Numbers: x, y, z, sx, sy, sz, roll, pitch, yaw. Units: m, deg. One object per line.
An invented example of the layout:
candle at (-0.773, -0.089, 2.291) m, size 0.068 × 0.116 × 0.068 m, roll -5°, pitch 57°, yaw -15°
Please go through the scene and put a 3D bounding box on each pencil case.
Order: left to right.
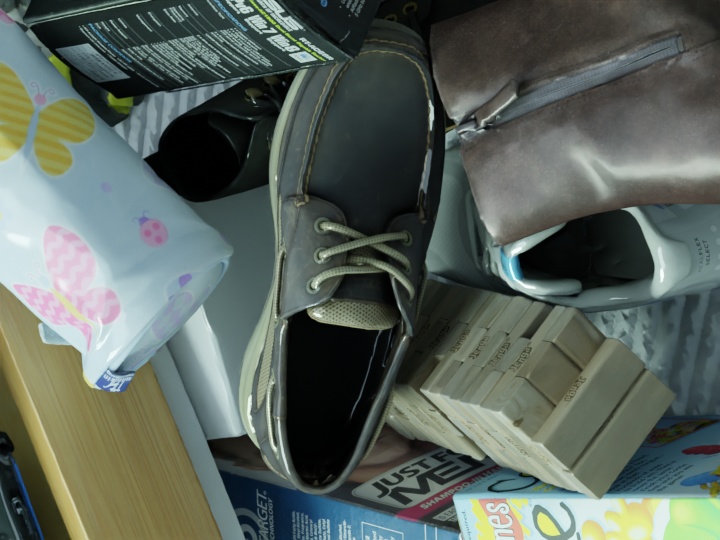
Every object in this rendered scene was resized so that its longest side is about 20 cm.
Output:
pencil case at (-0.143, -0.043, 1.098) m, size 0.200 × 0.083 × 0.091 m, roll 46°, pitch 151°, yaw 2°

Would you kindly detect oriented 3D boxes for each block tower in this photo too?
block tower at (0.053, 0.044, 1.112) m, size 0.054 × 0.058 × 0.200 m, roll 43°, pitch 167°, yaw -19°

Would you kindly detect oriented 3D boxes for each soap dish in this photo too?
soap dish at (-0.142, 0.092, 1.187) m, size 0.157 × 0.081 × 0.201 m, roll -29°, pitch 82°, yaw 46°

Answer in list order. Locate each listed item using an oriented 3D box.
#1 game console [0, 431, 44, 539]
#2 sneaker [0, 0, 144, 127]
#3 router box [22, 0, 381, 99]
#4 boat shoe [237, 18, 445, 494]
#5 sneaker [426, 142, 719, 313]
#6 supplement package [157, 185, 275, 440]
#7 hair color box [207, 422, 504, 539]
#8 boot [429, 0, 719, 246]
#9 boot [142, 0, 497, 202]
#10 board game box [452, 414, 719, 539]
game console at (-0.237, 0.136, 1.153) m, size 0.200 × 0.118 × 0.172 m, roll -24°, pitch 85°, yaw 47°
sneaker at (-0.158, -0.142, 1.263) m, size 0.085 × 0.074 × 0.200 m, roll 51°, pitch 160°, yaw 29°
router box at (-0.036, -0.173, 1.086) m, size 0.149 × 0.201 × 0.062 m, roll -5°, pitch 145°, yaw 47°
boat shoe at (0.000, 0.000, 1.069) m, size 0.073 × 0.074 × 0.201 m, roll -118°, pitch 32°, yaw -60°
sneaker at (0.075, -0.018, 1.103) m, size 0.199 × 0.086 × 0.075 m, roll 0°, pitch 107°, yaw 47°
supplement package at (-0.094, 0.014, 1.261) m, size 0.199 × 0.119 × 0.122 m, roll -10°, pitch 96°, yaw 47°
hair color box at (0.006, 0.110, 1.211) m, size 0.199 × 0.100 × 0.061 m, roll 9°, pitch 111°, yaw 43°
boot at (0.127, -0.042, 1.010) m, size 0.166 × 0.072 × 0.201 m, roll -27°, pitch 71°, yaw 20°
boot at (0.012, -0.081, 1.103) m, size 0.200 × 0.138 × 0.078 m, roll -37°, pitch 79°, yaw 46°
board game box at (0.151, 0.120, 1.064) m, size 0.199 × 0.105 × 0.104 m, roll -5°, pitch 103°, yaw 47°
